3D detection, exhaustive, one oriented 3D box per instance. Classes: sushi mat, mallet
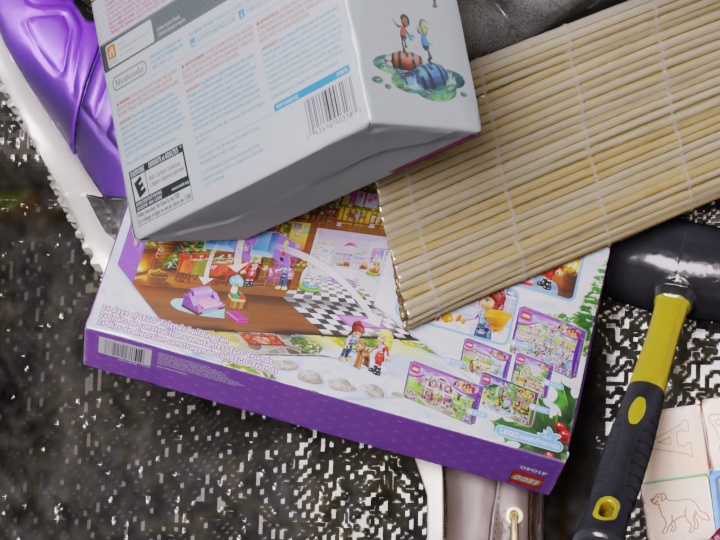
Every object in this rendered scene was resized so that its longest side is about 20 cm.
[{"bbox_3d":[0.093,-0.054,0.904,0.199,0.012,0.096,-22,108,-19],"label":"sushi mat"},{"bbox_3d":[0.126,0.046,0.894,0.066,0.200,0.041,6,128,8],"label":"mallet"}]

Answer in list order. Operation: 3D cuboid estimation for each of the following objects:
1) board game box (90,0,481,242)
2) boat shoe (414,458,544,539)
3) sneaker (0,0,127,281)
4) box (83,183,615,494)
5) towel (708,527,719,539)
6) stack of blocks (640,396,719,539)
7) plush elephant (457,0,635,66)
[{"bbox_3d":[-0.040,-0.126,0.845,0.147,0.064,0.201,-22,76,45],"label":"board game box"},{"bbox_3d":[0.060,0.127,0.939,0.059,0.072,0.201,-7,76,12],"label":"boat shoe"},{"bbox_3d":[-0.104,-0.080,1.002,0.099,0.070,0.201,-27,83,-1],"label":"sneaker"},{"bbox_3d":[0.000,0.000,0.922,0.199,0.039,0.137,16,62,0],"label":"box"},{"bbox_3d":[0.176,0.167,0.878,0.144,0.023,0.200,31,113,-7],"label":"towel"},{"bbox_3d":[0.219,0.103,0.917,0.199,0.059,0.116,-8,81,9],"label":"stack of blocks"},{"bbox_3d":[0.065,-0.174,0.919,0.165,0.200,0.155,-36,74,33],"label":"plush elephant"}]
